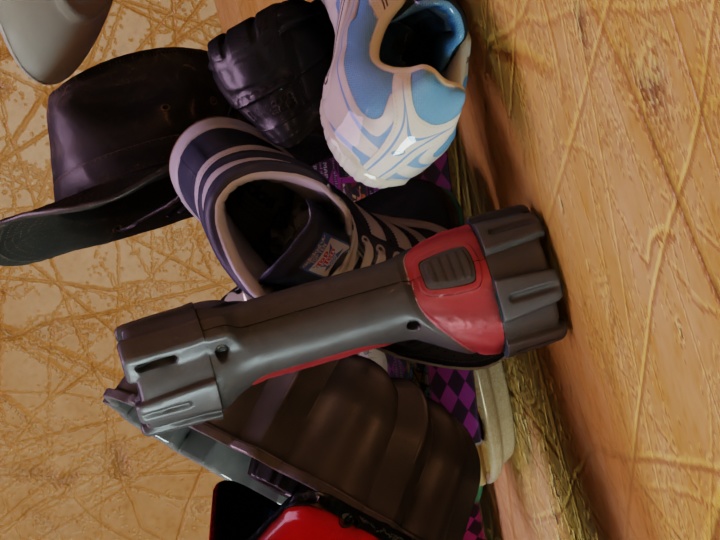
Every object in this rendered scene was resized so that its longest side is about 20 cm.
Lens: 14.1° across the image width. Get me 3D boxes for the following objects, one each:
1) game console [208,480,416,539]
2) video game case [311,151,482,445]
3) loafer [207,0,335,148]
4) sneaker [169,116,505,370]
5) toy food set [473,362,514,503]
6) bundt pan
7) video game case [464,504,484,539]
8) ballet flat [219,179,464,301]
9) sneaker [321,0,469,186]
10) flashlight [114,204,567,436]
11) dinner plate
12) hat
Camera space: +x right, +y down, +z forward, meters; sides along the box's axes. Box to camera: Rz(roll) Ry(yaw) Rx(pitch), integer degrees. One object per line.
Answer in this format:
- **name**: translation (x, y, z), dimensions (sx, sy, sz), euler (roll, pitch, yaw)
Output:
- **game console**: translation (0.032, 0.153, 1.430), dimensions (0.172, 0.199, 0.119), euler (-48, 18, 48)
- **video game case**: translation (-0.008, -0.002, 1.599), dimensions (0.181, 0.036, 0.201), euler (-4, 93, 57)
- **loafer**: translation (-0.014, -0.101, 1.444), dimensions (0.071, 0.068, 0.200), euler (64, -156, -1)
- **sneaker**: translation (0.000, 0.000, 1.399), dimensions (0.199, 0.070, 0.109), euler (30, -174, -16)
- **toy food set**: translation (0.043, 0.034, 1.674), dimensions (0.198, 0.048, 0.201), euler (100, 154, -80)
- **bundt pan**: translation (-0.026, 0.077, 1.465), dimensions (0.076, 0.201, 0.202), euler (-63, -2, -9)
- **video game case**: translation (0.048, 0.137, 1.941), dimensions (0.182, 0.036, 0.201), euler (-111, 7, -50)
- **ballet flat**: translation (-0.022, 0.012, 1.530), dimensions (0.200, 0.068, 0.068), euler (-37, 66, 51)
- **sneaker**: translation (0.019, -0.117, 1.345), dimensions (0.072, 0.072, 0.201), euler (37, -151, -29)
- **flashlight**: translation (-0.009, 0.027, 1.322), dimensions (0.068, 0.199, 0.068), euler (-120, 14, -73)
- **dinner plate**: translation (-0.147, -0.194, 1.473), dimensions (0.200, 0.024, 0.202), euler (4, -90, -74)
- **hat**: translation (-0.110, -0.071, 1.519), dimensions (0.201, 0.199, 0.081), euler (119, 133, -84)
